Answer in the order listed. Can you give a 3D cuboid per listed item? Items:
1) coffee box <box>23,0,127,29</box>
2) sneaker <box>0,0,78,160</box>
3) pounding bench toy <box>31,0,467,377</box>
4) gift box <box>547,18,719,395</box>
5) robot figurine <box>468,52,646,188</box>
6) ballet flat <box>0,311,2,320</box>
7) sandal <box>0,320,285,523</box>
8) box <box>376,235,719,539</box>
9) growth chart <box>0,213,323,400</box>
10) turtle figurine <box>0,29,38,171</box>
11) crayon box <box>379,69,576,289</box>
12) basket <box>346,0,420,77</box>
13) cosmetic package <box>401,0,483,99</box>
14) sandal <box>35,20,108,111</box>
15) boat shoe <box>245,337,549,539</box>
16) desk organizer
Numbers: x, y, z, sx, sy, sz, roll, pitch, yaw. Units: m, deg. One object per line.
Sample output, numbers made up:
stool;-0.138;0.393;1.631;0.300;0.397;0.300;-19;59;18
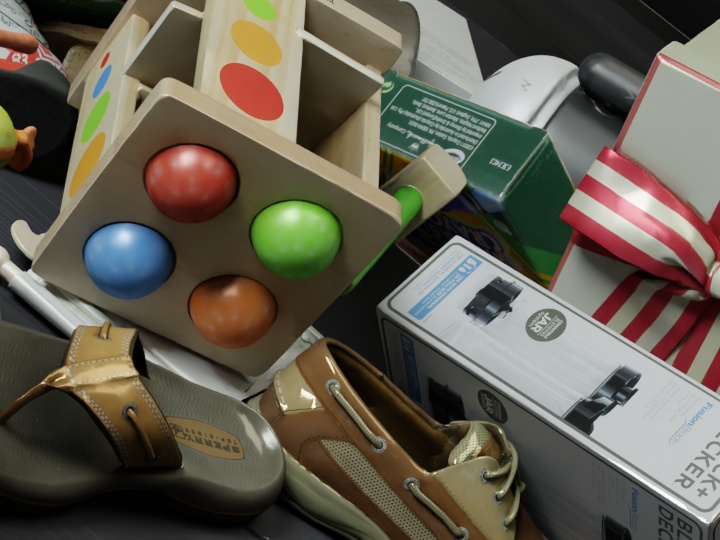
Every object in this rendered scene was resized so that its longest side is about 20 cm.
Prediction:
coffee box;-0.121;-0.171;0.915;0.122;0.044;0.200;12;-16;-10
sneaker;-0.238;-0.131;0.885;0.201;0.067;0.108;26;21;-37
pounding bench toy;-0.034;-0.036;0.837;0.199;0.124;0.157;27;38;-23
gift box;0.203;0.001;0.888;0.183;0.201;0.187;25;24;16
robot figurine;0.150;-0.050;1.117;0.199;0.151;0.125;35;6;11
ballet flat;-0.197;-0.033;0.735;0.067;0.064;0.200;9;34;-52
sandal;-0.093;0.057;0.701;0.199;0.054;0.082;21;40;-44
box;0.103;0.082;0.836;0.199;0.117;0.060;33;60;32
growth chart;-0.090;0.019;0.869;0.145;0.018;0.200;42;20;15
turtle figurine;-0.154;-0.003;0.594;0.064;0.162;0.200;32;20;-10
crayon box;0.080;-0.020;1.024;0.125;0.052;0.200;27;-19;39
basket;-0.084;-0.150;1.096;0.199;0.137;0.180;25;6;-18
cosmetic package;0.025;-0.131;1.270;0.084;0.108;0.200;30;19;-16
sandal;-0.133;-0.095;0.962;0.077;0.070;0.211;18;-10;-33
boat shoe;0.039;0.105;0.807;0.199;0.074;0.076;34;20;-8
desk organizer;0.000;0.000;0.987;0.200;0.072;0.077;38;17;4
